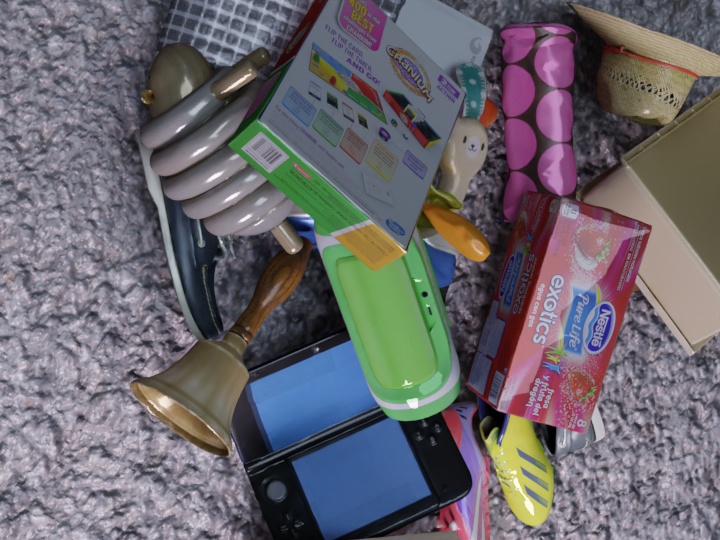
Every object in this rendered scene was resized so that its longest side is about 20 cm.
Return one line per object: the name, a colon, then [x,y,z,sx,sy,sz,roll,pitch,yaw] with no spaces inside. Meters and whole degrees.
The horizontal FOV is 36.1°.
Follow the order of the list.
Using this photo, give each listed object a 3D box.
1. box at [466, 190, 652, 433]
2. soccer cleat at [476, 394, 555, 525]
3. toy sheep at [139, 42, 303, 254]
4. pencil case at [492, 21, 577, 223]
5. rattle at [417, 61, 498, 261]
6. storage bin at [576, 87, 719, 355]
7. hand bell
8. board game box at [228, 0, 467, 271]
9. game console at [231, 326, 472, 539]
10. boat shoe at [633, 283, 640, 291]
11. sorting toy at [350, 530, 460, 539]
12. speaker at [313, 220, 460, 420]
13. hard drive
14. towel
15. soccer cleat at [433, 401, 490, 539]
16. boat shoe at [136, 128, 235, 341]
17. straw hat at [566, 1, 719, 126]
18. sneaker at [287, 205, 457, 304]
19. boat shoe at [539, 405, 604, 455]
box: [0.180,0.035,1.022,0.095,0.100,0.202,16,94,-13]
soccer cleat: [0.149,0.174,1.124,0.083,0.064,0.202,-27,113,-45]
toy sheep: [-0.104,-0.097,0.909,0.138,0.138,0.201,-37,104,-13]
pencil case: [0.177,-0.143,1.100,0.090,0.094,0.202,3,99,23]
rattle: [0.104,-0.106,0.997,0.200,0.142,0.131,-37,110,-30]
storage bin: [0.358,-0.059,1.124,0.198,0.094,0.201,-33,83,-27]
hand bell: [-0.102,0.050,0.969,0.104,0.104,0.201,43,65,-21]
board game box: [-0.002,-0.121,0.874,0.153,0.040,0.201,41,46,-18]
game console: [-0.011,0.158,1.027,0.199,0.119,0.172,-23,70,-9]
boat shoe: [0.270,-0.011,1.161,0.198,0.068,0.073,-13,102,-20]
sorting toy: [-0.010,0.347,1.048,0.198,0.070,0.200,0,127,-22]
speaker: [0.025,0.026,0.953,0.088,0.088,0.201,-26,113,-17]
hard drive: [0.020,-0.212,1.059,0.199,0.027,0.133,22,88,-23]
towel: [-0.061,-0.231,0.967,0.198,0.086,0.167,18,90,-12]
soccer cleat: [0.110,0.233,1.135,0.076,0.067,0.202,-21,101,-23]
boat shoe: [-0.148,-0.035,0.992,0.061,0.075,0.202,-15,93,-8]
straw hat: [0.277,-0.188,1.082,0.200,0.201,0.086,15,105,-23]
sneaker: [0.001,0.000,1.050,0.199,0.077,0.112,13,83,-29]
boat shoe: [0.190,0.102,1.142,0.061,0.073,0.201,-27,106,-8]
